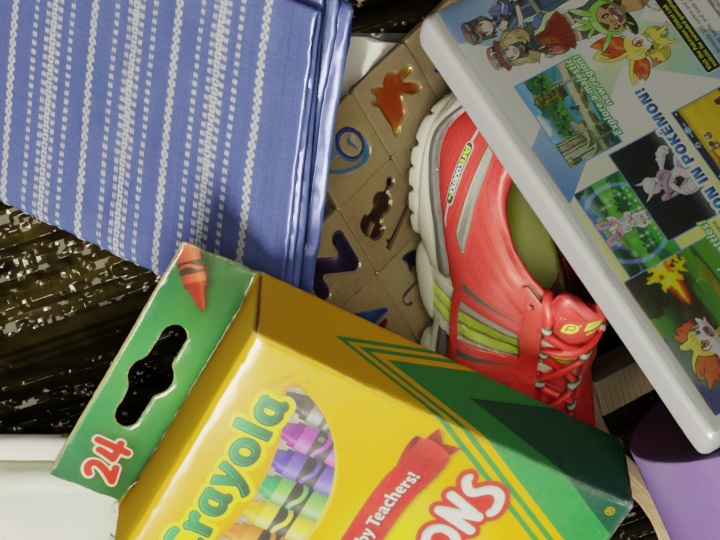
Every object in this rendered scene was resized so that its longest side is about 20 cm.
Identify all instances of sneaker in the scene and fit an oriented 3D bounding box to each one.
[{"bbox_3d":[0.069,0.024,1.106,0.077,0.085,0.201,-20,106,-34],"label":"sneaker"}]

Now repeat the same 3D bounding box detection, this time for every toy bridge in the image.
[{"bbox_3d":[0.117,0.043,1.179,0.067,0.027,0.201,-25,108,-28],"label":"toy bridge"}]

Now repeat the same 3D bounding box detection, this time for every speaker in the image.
[{"bbox_3d":[0.000,0.000,1.163,0.081,0.081,0.201,-1,95,-7],"label":"speaker"}]

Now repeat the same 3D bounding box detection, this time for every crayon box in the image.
[{"bbox_3d":[-0.010,0.086,1.077,0.199,0.051,0.127,25,117,-14],"label":"crayon box"}]

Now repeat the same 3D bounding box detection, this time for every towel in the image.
[{"bbox_3d":[-0.090,-0.074,1.098,0.199,0.024,0.146,24,120,31],"label":"towel"}]

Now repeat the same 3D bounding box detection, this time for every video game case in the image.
[{"bbox_3d":[0.150,-0.054,1.058,0.182,0.022,0.200,-28,72,-18],"label":"video game case"}]

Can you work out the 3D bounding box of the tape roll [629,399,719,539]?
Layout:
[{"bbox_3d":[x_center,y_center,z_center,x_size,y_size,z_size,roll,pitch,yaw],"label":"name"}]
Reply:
[{"bbox_3d":[0.211,0.065,1.071,0.199,0.200,0.085,-27,98,-4],"label":"tape roll"}]

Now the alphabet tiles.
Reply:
[{"bbox_3d":[0.055,-0.029,1.149,0.200,0.006,0.167,-45,118,-26],"label":"alphabet tiles"}]

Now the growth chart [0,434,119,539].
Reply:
[{"bbox_3d":[-0.139,0.161,1.156,0.144,0.018,0.201,5,96,31],"label":"growth chart"}]
